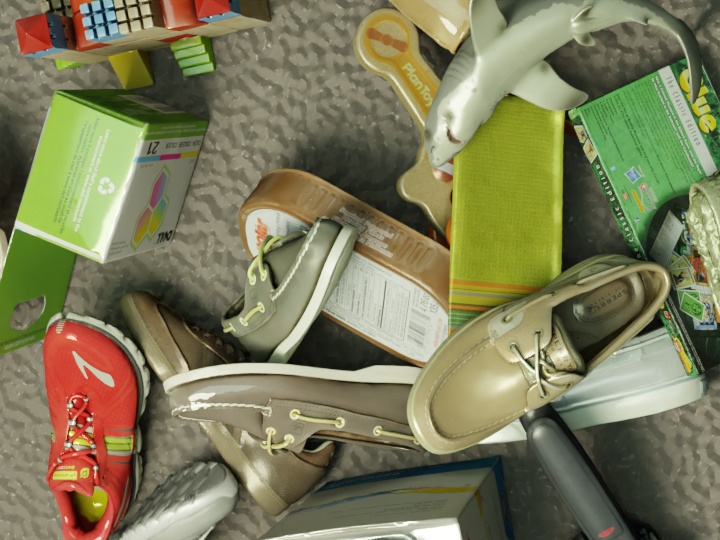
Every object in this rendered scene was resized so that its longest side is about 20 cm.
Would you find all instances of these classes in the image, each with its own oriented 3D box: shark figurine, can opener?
[{"bbox_3d":[0.130,-0.163,1.101,0.212,0.090,0.129,-18,123,-9],"label":"shark figurine"},{"bbox_3d":[0.163,0.171,1.147,0.078,0.063,0.201,-32,119,-3],"label":"can opener"}]

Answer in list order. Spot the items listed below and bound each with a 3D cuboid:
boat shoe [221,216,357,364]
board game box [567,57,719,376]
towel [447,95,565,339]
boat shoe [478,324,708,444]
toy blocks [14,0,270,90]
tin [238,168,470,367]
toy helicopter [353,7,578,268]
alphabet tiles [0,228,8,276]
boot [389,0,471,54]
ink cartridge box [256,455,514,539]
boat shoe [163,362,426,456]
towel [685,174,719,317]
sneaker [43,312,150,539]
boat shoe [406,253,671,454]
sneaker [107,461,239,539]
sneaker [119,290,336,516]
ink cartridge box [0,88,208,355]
[{"bbox_3d":[-0.053,0.012,1.144,0.060,0.202,0.072,32,63,-1],"label":"boat shoe"},{"bbox_3d":[0.230,-0.040,1.147,0.104,0.023,0.202,-24,88,-12],"label":"board game box"},{"bbox_3d":[0.101,-0.018,1.126,0.085,0.018,0.203,3,88,-22],"label":"towel"},{"bbox_3d":[0.144,0.077,1.179,0.198,0.070,0.072,-13,87,8],"label":"boat shoe"},{"bbox_3d":[-0.157,-0.191,1.190,0.197,0.137,0.101,-11,92,13],"label":"toy blocks"},{"bbox_3d":[0.000,0.000,1.179,0.199,0.042,0.113,29,144,15],"label":"tin"},{"bbox_3d":[0.071,-0.104,1.171,0.132,0.079,0.201,-37,96,-7],"label":"toy helicopter"},{"bbox_3d":[-0.325,0.000,1.246,0.195,0.014,0.202,-41,54,35],"label":"alphabet tiles"},{"bbox_3d":[0.039,-0.276,1.164,0.199,0.066,0.176,36,86,7],"label":"boot"},{"bbox_3d":[0.028,0.227,1.145,0.143,0.200,0.149,-9,92,13],"label":"ink cartridge box"},{"bbox_3d":[-0.042,0.101,1.181,0.197,0.072,0.060,2,76,-20],"label":"boat shoe"},{"bbox_3d":[0.312,0.018,1.123,0.147,0.036,0.202,-17,88,-10],"label":"towel"},{"bbox_3d":[-0.197,0.123,1.214,0.076,0.085,0.202,5,125,10],"label":"sneaker"},{"bbox_3d":[0.118,0.051,1.088,0.199,0.065,0.073,-32,98,-17],"label":"boat shoe"},{"bbox_3d":[-0.145,0.216,1.249,0.082,0.075,0.200,43,124,-6],"label":"sneaker"},{"bbox_3d":[-0.099,0.085,1.243,0.075,0.070,0.201,-37,90,-5],"label":"sneaker"},{"bbox_3d":[-0.193,-0.025,1.206,0.075,0.148,0.202,20,100,9],"label":"ink cartridge box"}]
